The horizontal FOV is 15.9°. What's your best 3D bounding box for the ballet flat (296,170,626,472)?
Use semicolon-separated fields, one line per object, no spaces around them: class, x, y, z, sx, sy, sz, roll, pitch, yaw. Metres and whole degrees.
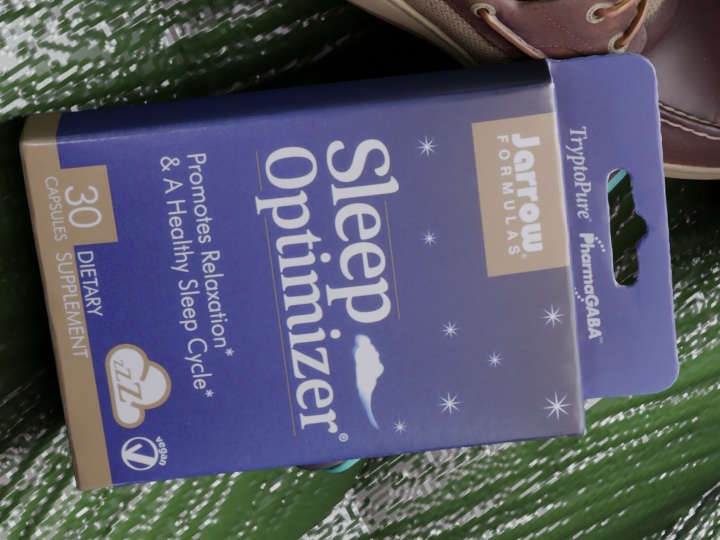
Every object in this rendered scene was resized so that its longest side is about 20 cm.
ballet flat;0.028;-0.020;0.876;0.200;0.073;0.073;-48;130;-1

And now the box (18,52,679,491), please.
box;0.000;0.000;0.819;0.200;0.032;0.121;-7;111;1

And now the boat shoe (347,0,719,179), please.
boat shoe;0.066;-0.092;0.821;0.200;0.072;0.072;30;68;-17
